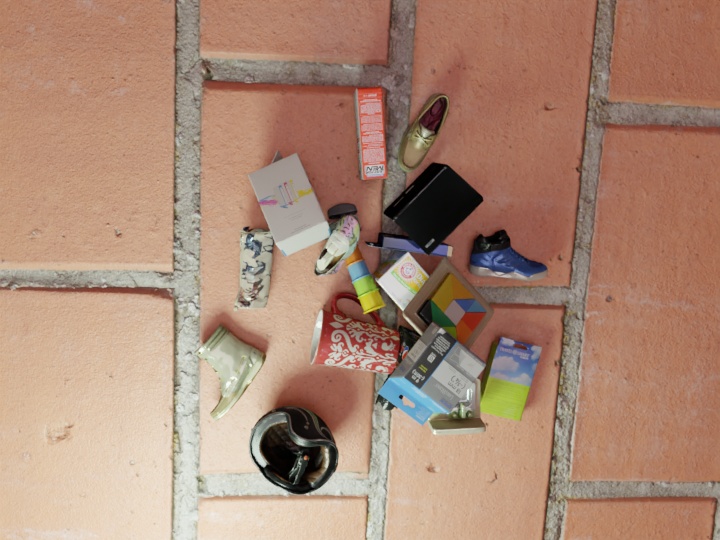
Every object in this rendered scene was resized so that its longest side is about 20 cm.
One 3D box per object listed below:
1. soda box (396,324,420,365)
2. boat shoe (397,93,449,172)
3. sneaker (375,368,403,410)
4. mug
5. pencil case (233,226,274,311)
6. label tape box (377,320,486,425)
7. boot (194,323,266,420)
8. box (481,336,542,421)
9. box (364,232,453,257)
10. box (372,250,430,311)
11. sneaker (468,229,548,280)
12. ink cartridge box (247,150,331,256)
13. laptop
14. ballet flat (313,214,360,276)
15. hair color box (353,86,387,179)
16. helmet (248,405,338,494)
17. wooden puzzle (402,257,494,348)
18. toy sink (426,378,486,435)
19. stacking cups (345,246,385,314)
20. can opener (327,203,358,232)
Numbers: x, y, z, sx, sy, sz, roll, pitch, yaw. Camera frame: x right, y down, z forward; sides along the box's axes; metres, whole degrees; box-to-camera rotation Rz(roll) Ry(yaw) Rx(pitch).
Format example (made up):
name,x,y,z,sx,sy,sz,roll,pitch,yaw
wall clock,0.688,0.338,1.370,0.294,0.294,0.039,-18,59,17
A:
name,x,y,z,sx,sy,sz,roll,pitch,yaw
soda box,0.127,0.196,1.446,0.063,0.200,0.072,21,96,-10
boat shoe,0.149,-0.330,1.441,0.073,0.066,0.202,24,96,-8
sneaker,0.086,0.295,1.471,0.059,0.200,0.105,24,80,-9
mug,-0.008,0.159,1.469,0.197,0.133,0.180,13,99,-10
pencil case,-0.256,-0.001,1.448,0.088,0.078,0.203,3,99,-24
label tape box,0.157,0.236,1.322,0.144,0.063,0.201,38,90,-17
boot,-0.344,0.248,1.482,0.154,0.072,0.201,36,89,-9
box,0.378,0.274,1.556,0.120,0.048,0.203,14,97,-7
box,0.111,-0.064,1.448,0.197,0.121,0.033,6,97,-6
box,0.132,0.056,1.472,0.101,0.112,0.200,-42,99,0
sneaker,0.371,-0.041,1.495,0.197,0.077,0.113,5,107,1
ink cartridge box,-0.163,-0.159,1.386,0.124,0.129,0.202,-24,79,-2
laptop,0.162,-0.149,1.405,0.177,0.200,0.103,-44,104,3
ballet flat,-0.060,-0.046,1.411,0.069,0.201,0.071,45,49,10
hair color box,0.023,-0.314,1.411,0.063,0.111,0.203,-4,99,-4
helmet,-0.164,0.422,1.462,0.198,0.190,0.203,-17,119,-34
wooden puzzle,0.211,0.095,1.400,0.185,0.037,0.200,46,61,-11
toy sink,0.218,0.303,1.471,0.128,0.200,0.114,-2,99,-3
stacking cups,0.000,0.000,1.459,0.060,0.061,0.202,-20,84,-1
can opener,-0.100,-0.108,1.470,0.197,0.053,0.068,-16,67,-2
